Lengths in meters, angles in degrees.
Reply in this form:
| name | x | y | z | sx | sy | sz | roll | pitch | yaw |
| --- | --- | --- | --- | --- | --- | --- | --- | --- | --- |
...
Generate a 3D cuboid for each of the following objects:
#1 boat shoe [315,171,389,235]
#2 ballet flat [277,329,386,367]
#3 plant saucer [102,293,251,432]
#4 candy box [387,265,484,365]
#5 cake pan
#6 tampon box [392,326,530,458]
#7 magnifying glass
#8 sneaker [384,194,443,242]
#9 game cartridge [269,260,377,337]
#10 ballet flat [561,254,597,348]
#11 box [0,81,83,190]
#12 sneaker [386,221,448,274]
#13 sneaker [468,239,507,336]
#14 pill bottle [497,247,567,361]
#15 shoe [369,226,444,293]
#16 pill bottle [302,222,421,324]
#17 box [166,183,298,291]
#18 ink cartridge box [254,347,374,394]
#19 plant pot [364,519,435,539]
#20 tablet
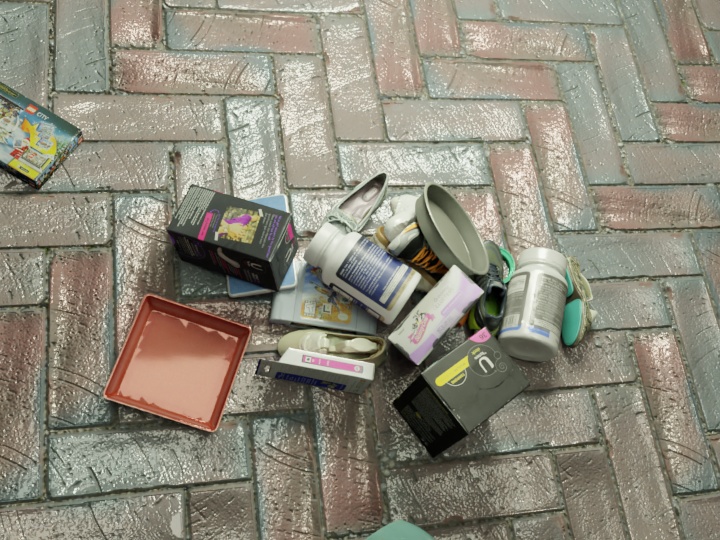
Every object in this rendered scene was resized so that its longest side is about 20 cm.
| name | x | y | z | sx | sy | sz | roll | pitch | yaw |
| --- | --- | --- | --- | --- | --- | --- | --- | --- | --- |
| boat shoe | -0.014 | -0.117 | 1.566 | 0.074 | 0.065 | 0.202 | 41 | 64 | 7 |
| ballet flat | -0.047 | 0.137 | 1.445 | 0.200 | 0.069 | 0.070 | 4 | 66 | -11 |
| plant saucer | -0.313 | 0.162 | 1.388 | 0.200 | 0.037 | 0.200 | 19 | 63 | -5 |
| candy box | 0.131 | 0.085 | 1.410 | 0.072 | 0.200 | 0.168 | 43 | 88 | 8 |
| cake pan | 0.167 | -0.071 | 1.487 | 0.200 | 0.037 | 0.200 | 41 | 30 | -31 |
| tampon box | 0.169 | 0.213 | 1.387 | 0.150 | 0.200 | 0.126 | -33 | 77 | -24 |
| magnifying glass | 0.240 | 0.032 | 1.585 | 0.080 | 0.022 | 0.200 | 37 | 64 | 4 |
| sneaker | 0.086 | -0.102 | 1.559 | 0.099 | 0.078 | 0.200 | 34 | 26 | 19 |
| game cartridge | -0.063 | 0.049 | 1.498 | 0.200 | 0.042 | 0.133 | 9 | 69 | -9 |
| ballet flat | 0.435 | 0.061 | 1.599 | 0.075 | 0.068 | 0.200 | 10 | 62 | -26 |
| box | -0.644 | -0.256 | 1.493 | 0.200 | 0.038 | 0.137 | 31 | 63 | 1 |
| sneaker | 0.124 | -0.034 | 1.488 | 0.200 | 0.078 | 0.077 | 6 | 45 | -53 |
| sneaker | 0.253 | 0.029 | 1.534 | 0.074 | 0.081 | 0.200 | 8 | 65 | -12 |
| pill bottle | 0.337 | 0.063 | 1.542 | 0.114 | 0.114 | 0.200 | 19 | 64 | -4 |
| shoe | 0.098 | -0.004 | 1.555 | 0.200 | 0.053 | 0.070 | 41 | 24 | 3 |
| pill bottle | 0.000 | 0.000 | 1.454 | 0.200 | 0.111 | 0.111 | 34 | 63 | 2 |
| box | -0.224 | -0.059 | 1.434 | 0.200 | 0.122 | 0.106 | 18 | 65 | 11 |
| ink cartridge box | -0.081 | 0.175 | 1.404 | 0.200 | 0.095 | 0.037 | 10 | 65 | -9 |
| plant pot | 0.061 | 0.493 | 1.249 | 0.201 | 0.201 | 0.161 | -27 | 62 | -22 |
| tablet | -0.191 | -0.049 | 1.502 | 0.130 | 0.014 | 0.200 | -9 | 65 | 0 |
